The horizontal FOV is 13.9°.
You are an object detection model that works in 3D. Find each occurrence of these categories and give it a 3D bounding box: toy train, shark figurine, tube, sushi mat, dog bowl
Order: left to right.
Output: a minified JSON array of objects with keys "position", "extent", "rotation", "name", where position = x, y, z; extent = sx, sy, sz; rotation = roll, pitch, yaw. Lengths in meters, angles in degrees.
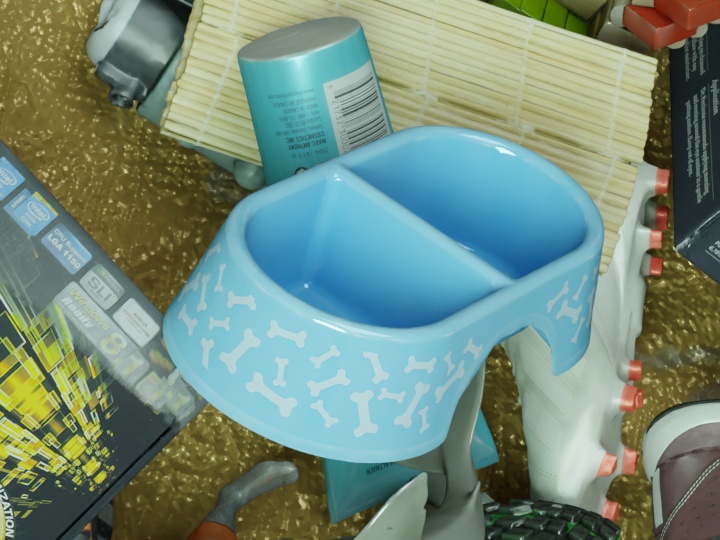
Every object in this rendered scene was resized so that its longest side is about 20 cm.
[{"position":[-0.019,-0.077,1.254],"extent":[0.200,0.085,0.114],"rotation":[34,64,-9],"name":"toy train"},{"position":[0.000,0.000,1.190],"extent":[0.077,0.050,0.200],"rotation":[-18,108,-13],"name":"tube"},{"position":[0.011,0.092,1.068],"extent":[0.128,0.090,0.214],"rotation":[36,39,20],"name":"shark figurine"},{"position":[0.016,0.002,1.081],"extent":[0.111,0.050,0.200],"rotation":[35,34,22],"name":"dog bowl"},{"position":[0.022,-0.071,1.219],"extent":[0.200,0.012,0.096],"rotation":[18,79,-11],"name":"sushi mat"}]

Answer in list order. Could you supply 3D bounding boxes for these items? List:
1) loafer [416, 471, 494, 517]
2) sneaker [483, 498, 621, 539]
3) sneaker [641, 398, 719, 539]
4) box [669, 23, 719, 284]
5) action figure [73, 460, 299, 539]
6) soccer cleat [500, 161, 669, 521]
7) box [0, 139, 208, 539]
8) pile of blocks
[{"position":[0.078,0.170,1.191],"extent":[0.200,0.075,0.070],"rotation":[43,75,8],"name":"loafer"},{"position":[0.034,0.165,1.119],"extent":[0.200,0.078,0.085],"rotation":[-48,133,-28],"name":"sneaker"},{"position":[0.212,0.111,1.209],"extent":[0.076,0.200,0.116],"rotation":[42,47,-54],"name":"sneaker"},{"position":[0.234,-0.093,1.293],"extent":[0.104,0.182,0.200],"rotation":[34,35,-22],"name":"box"},{"position":[-0.081,0.155,1.111],"extent":[0.200,0.105,0.194],"rotation":[35,57,-40],"name":"action figure"},{"position":[0.085,0.030,1.262],"extent":[0.078,0.069,0.200],"rotation":[5,54,10],"name":"soccer cleat"},{"position":[-0.166,0.020,1.017],"extent":[0.200,0.049,0.161],"rotation":[48,47,-3],"name":"box"},{"position":[0.114,-0.123,1.280],"extent":[0.082,0.200,0.062],"rotation":[55,29,-26],"name":"pile of blocks"}]
